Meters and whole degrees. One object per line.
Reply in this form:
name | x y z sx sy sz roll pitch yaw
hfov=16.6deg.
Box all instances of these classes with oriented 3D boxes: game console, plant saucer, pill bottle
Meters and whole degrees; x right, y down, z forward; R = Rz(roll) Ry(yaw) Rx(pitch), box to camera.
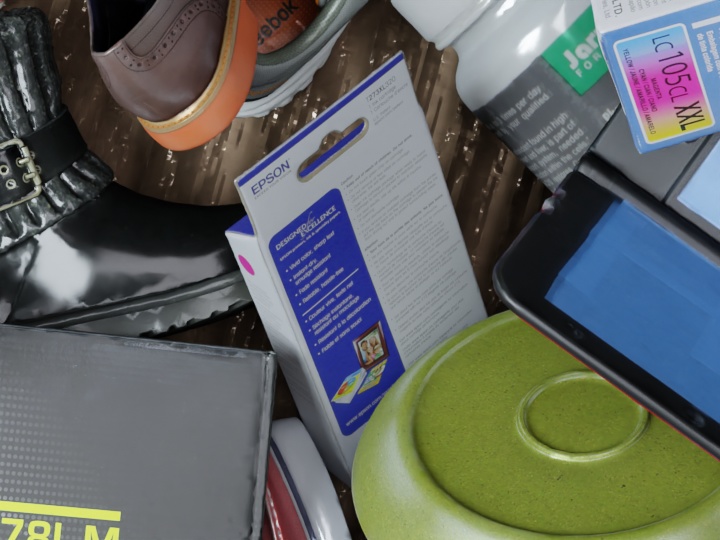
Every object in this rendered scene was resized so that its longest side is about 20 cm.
game console | 0.182 -0.008 1.002 0.200 0.119 0.173 36 97 4
plant saucer | 0.094 0.070 1.026 0.199 0.200 0.031 -15 128 -11
pill bottle | 0.115 -0.086 1.122 0.200 0.113 0.113 44 81 -5

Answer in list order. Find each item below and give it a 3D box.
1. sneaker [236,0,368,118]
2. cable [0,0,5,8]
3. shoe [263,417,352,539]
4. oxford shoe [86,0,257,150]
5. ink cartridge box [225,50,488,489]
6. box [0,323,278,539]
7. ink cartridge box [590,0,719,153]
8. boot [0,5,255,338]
sneaker | -0.005 -0.155 1.122 0.074 0.079 0.200 36 80 -5
cable | -0.162 -0.178 1.058 0.097 0.200 0.051 6 50 -21
shoe | -0.041 0.172 1.101 0.091 0.071 0.201 -15 90 -10
oxford shoe | -0.083 -0.152 1.072 0.071 0.072 0.201 -24 49 26
ink cartridge box | 0.000 0.000 1.068 0.095 0.037 0.200 -39 138 -19
box | -0.141 0.120 1.024 0.199 0.048 0.194 7 85 -10
ink cartridge box | 0.188 -0.142 0.986 0.199 0.076 0.137 -17 48 12
boot | -0.119 -0.044 1.094 0.210 0.079 0.159 -14 89 -10
